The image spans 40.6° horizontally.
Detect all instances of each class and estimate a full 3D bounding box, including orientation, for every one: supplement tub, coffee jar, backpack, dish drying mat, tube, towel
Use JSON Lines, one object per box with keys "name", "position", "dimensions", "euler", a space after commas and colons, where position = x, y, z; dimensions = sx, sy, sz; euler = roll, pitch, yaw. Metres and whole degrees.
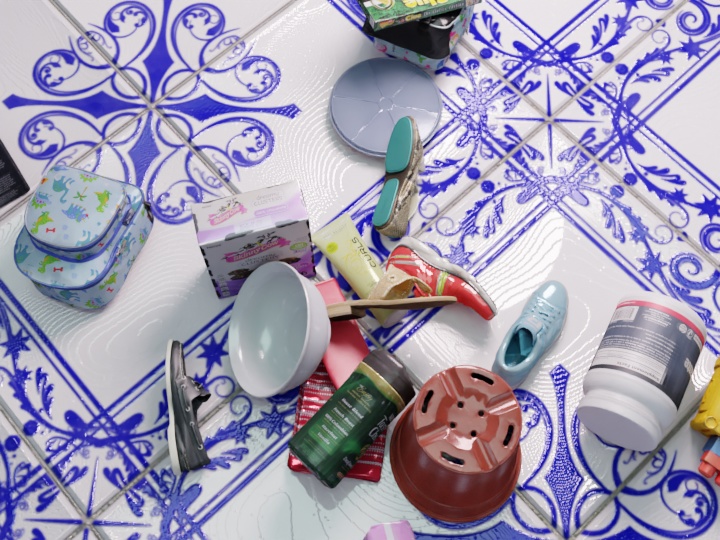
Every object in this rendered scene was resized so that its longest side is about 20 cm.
{"name": "supplement tub", "position": [0.412, 0.146, 1.431], "dimensions": [0.139, 0.141, 0.201], "euler": [26, 69, 11]}
{"name": "coffee jar", "position": [-0.007, 0.209, 1.390], "dimensions": [0.085, 0.104, 0.200], "euler": [38, 79, 23]}
{"name": "backpack", "position": [-0.444, -0.056, 1.526], "dimensions": [0.181, 0.147, 0.202], "euler": [16, 70, 10]}
{"name": "dish drying mat", "position": [-0.037, 0.102, 1.506], "dimensions": [0.076, 0.018, 0.201], "euler": [-17, 57, -16]}
{"name": "backpack", "position": [0.112, -0.462, 1.695], "dimensions": [0.175, 0.151, 0.201], "euler": [21, 61, 12]}
{"name": "tube", "position": [0.000, 0.000, 1.551], "dimensions": [0.058, 0.052, 0.201], "euler": [-10, 56, -46]}
{"name": "towel", "position": [-0.027, 0.214, 1.471], "dimensions": [0.142, 0.023, 0.203], "euler": [7, 66, 3]}

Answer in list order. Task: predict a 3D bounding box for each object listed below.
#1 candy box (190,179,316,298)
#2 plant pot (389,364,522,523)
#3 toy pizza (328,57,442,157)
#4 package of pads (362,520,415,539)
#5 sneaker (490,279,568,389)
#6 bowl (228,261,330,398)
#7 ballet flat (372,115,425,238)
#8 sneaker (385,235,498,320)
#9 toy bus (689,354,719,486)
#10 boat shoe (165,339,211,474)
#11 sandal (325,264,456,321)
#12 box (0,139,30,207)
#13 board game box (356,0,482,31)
{"name": "candy box", "position": [-0.159, -0.044, 1.488], "dimensions": [0.165, 0.201, 0.072], "euler": [-14, 66, -5]}
{"name": "plant pot", "position": [0.141, 0.233, 1.365], "dimensions": [0.197, 0.196, 0.204], "euler": [0, 65, 0]}
{"name": "toy pizza", "position": [0.043, -0.280, 1.682], "dimensions": [0.197, 0.032, 0.203], "euler": [0, 66, -1]}
{"name": "package of pads", "position": [0.052, 0.449, 1.312], "dimensions": [0.075, 0.121, 0.202], "euler": [-11, 66, -10]}
{"name": "sneaker", "position": [0.267, 0.091, 1.488], "dimensions": [0.073, 0.082, 0.201], "euler": [27, 69, 11]}
{"name": "bowl", "position": [-0.108, 0.093, 1.463], "dimensions": [0.090, 0.200, 0.204], "euler": [11, 57, -41]}
{"name": "ballet flat", "position": [0.071, -0.149, 1.603], "dimensions": [0.067, 0.075, 0.203], "euler": [0, 74, 47]}
{"name": "sneaker", "position": [0.125, 0.030, 1.532], "dimensions": [0.199, 0.077, 0.085], "euler": [34, 81, 21]}
{"name": "toy bus", "position": [0.578, 0.237, 1.404], "dimensions": [0.198, 0.136, 0.193], "euler": [30, 83, 10]}
{"name": "boat shoe", "position": [-0.254, 0.199, 1.451], "dimensions": [0.065, 0.075, 0.202], "euler": [-6, 67, -4]}
{"name": "sandal", "position": [0.038, 0.027, 1.464], "dimensions": [0.209, 0.077, 0.071], "euler": [-10, 78, 20]}
{"name": "box", "position": [-0.633, -0.202, 1.562], "dimensions": [0.104, 0.201, 0.149], "euler": [-32, 69, -13]}
{"name": "board game box", "position": [0.091, -0.456, 1.595], "dimensions": [0.198, 0.024, 0.106], "euler": [-19, 63, -17]}
